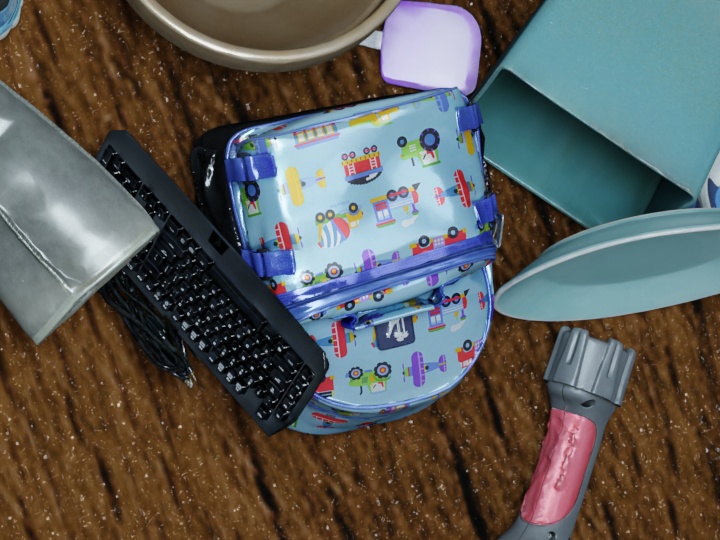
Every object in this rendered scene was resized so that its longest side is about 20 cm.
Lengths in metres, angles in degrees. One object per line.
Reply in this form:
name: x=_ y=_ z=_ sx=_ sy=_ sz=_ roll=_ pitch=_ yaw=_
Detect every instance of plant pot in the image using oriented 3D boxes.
plant pot: x=0.175 y=-0.146 z=1.284 sx=0.141 sy=0.141 sz=0.201 roll=32 pitch=73 yaw=-3
plant pot: x=-0.064 y=-0.208 z=1.226 sx=0.199 sy=0.093 sz=0.203 roll=3 pitch=78 yaw=-13

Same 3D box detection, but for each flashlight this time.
flashlight: x=0.120 y=0.137 z=1.309 sx=0.067 sy=0.068 sz=0.202 roll=19 pitch=85 yaw=-14

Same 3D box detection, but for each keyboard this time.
keyboard: x=-0.107 y=0.020 z=1.190 sx=0.039 sy=0.104 sz=0.200 roll=-22 pitch=62 yaw=-44

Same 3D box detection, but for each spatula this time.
spatula: x=-0.019 y=-0.152 z=1.287 sx=0.198 sy=0.021 sz=0.057 roll=8 pitch=89 yaw=-17

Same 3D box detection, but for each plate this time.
plate: x=0.177 y=-0.007 z=1.264 sx=0.198 sy=0.200 sz=0.026 roll=-5 pitch=74 yaw=-18

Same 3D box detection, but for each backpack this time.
backpack: x=0.000 y=0.000 z=1.236 sx=0.181 sy=0.134 sz=0.202 roll=-11 pitch=96 yaw=-17

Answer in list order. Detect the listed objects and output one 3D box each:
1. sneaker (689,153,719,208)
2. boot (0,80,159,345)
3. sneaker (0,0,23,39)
sneaker: x=0.276 y=-0.008 z=1.352 sx=0.074 sy=0.082 sz=0.200 roll=-44 pitch=104 yaw=-15
boot: x=-0.241 y=-0.041 z=1.168 sx=0.181 sy=0.073 sz=0.201 roll=-37 pitch=101 yaw=9
sneaker: x=-0.238 y=-0.233 z=1.180 sx=0.078 sy=0.090 sz=0.202 roll=-23 pitch=97 yaw=-16
